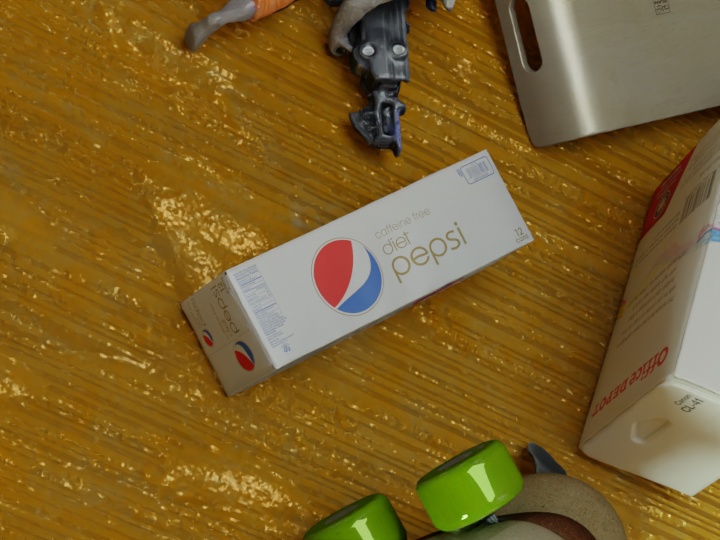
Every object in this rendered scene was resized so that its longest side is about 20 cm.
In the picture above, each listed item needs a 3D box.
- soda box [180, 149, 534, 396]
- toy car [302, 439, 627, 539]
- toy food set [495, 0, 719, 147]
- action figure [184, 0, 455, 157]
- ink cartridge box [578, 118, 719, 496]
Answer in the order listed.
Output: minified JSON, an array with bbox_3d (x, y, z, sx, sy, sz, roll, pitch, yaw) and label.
[{"bbox_3d":[0.000,0.000,1.375,0.200,0.068,0.064,-25,86,-32],"label":"soda box"},{"bbox_3d":[0.089,0.171,1.352,0.164,0.158,0.200,61,28,-2],"label":"toy car"},{"bbox_3d":[0.178,-0.167,1.545,0.200,0.060,0.144,-14,92,-30],"label":"toy food set"},{"bbox_3d":[-0.009,-0.173,1.413,0.193,0.105,0.200,-6,74,-20],"label":"action figure"},{"bbox_3d":[0.216,0.017,1.435,0.086,0.148,0.200,22,64,-8],"label":"ink cartridge box"}]
